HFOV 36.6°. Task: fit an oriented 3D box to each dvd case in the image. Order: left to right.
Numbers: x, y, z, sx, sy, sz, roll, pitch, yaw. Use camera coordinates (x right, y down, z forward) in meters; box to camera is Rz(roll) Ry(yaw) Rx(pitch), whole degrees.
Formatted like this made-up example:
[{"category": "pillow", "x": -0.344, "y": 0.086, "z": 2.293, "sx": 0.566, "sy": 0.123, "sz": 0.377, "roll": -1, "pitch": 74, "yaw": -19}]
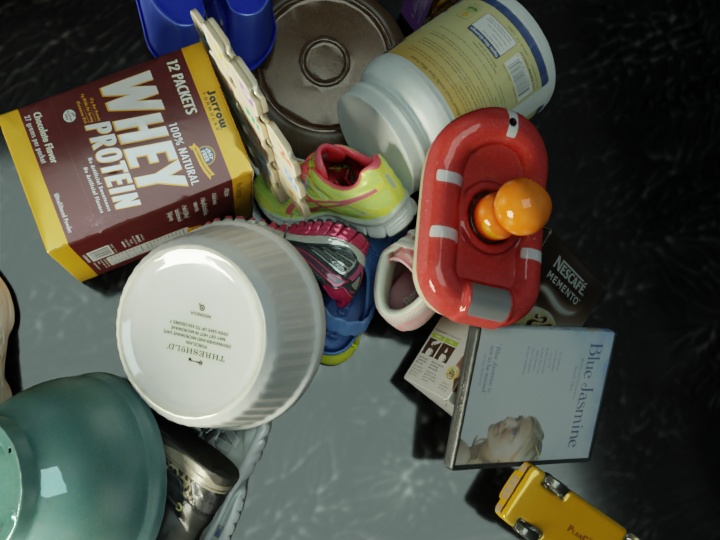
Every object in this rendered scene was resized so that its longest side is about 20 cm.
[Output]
[{"category": "dvd case", "x": 0.174, "y": 0.127, "z": 1.095, "sx": 0.198, "sy": 0.017, "sz": 0.145, "roll": 4, "pitch": 100, "yaw": -36}]

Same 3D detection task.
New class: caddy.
[{"category": "caddy", "x": -0.165, "y": -0.292, "z": 1.143, "sx": 0.139, "sy": 0.105, "sz": 0.203, "roll": -12, "pitch": 66, "yaw": -12}]

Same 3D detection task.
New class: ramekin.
[{"category": "ramekin", "x": -0.139, "y": 0.054, "z": 1.026, "sx": 0.199, "sy": 0.094, "sz": 0.206, "roll": 0, "pitch": 91, "yaw": 20}]

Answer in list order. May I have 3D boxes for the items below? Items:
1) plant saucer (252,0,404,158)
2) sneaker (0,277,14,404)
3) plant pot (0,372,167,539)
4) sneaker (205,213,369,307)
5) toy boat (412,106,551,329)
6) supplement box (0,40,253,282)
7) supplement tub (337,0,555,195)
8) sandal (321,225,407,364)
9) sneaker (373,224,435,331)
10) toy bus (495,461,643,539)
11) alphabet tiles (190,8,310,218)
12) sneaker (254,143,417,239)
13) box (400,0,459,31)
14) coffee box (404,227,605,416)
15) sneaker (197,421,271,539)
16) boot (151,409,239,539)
[{"category": "plant saucer", "x": -0.039, "y": -0.222, "z": 1.186, "sx": 0.197, "sy": 0.034, "sz": 0.204, "roll": 1, "pitch": 84, "yaw": -6}, {"category": "sneaker", "x": -0.386, "y": 0.074, "z": 1.081, "sx": 0.074, "sy": 0.100, "sz": 0.203, "roll": -10, "pitch": 83, "yaw": -5}, {"category": "plant pot", "x": -0.294, "y": 0.195, "z": 1.007, "sx": 0.198, "sy": 0.133, "sz": 0.204, "roll": -5, "pitch": 82, "yaw": 37}, {"category": "sneaker", "x": -0.090, "y": -0.008, "z": 1.090, "sx": 0.197, "sy": 0.081, "sz": 0.076, "roll": 0, "pitch": 66, "yaw": 27}, {"category": "toy boat", "x": 0.128, "y": -0.053, "z": 0.999, "sx": 0.129, "sy": 0.130, "sz": 0.204, "roll": 11, "pitch": 77, "yaw": -24}, {"category": "supplement box", "x": -0.219, "y": -0.099, "z": 1.069, "sx": 0.197, "sy": 0.197, "sz": 0.135, "roll": -22, "pitch": 84, "yaw": -9}, {"category": "supplement tub", "x": 0.088, "y": -0.180, "z": 1.123, "sx": 0.199, "sy": 0.144, "sz": 0.145, "roll": -36, "pitch": 87, "yaw": -19}, {"category": "sandal", "x": 0.000, "y": 0.000, "z": 1.136, "sx": 0.078, "sy": 0.087, "sz": 0.203, "roll": 18, "pitch": 80, "yaw": -1}, {"category": "sneaker", "x": 0.082, "y": -0.026, "z": 1.079, "sx": 0.075, "sy": 0.105, "sz": 0.201, "roll": 37, "pitch": 95, "yaw": 15}, {"category": "toy bus", "x": 0.227, "y": 0.270, "z": 1.110, "sx": 0.199, "sy": 0.078, "sz": 0.066, "roll": 35, "pitch": 88, "yaw": -10}, {"category": "alphabet tiles", "x": -0.106, "y": -0.144, "z": 1.023, "sx": 0.014, "sy": 0.201, "sz": 0.197, "roll": -30, "pitch": 67, "yaw": -10}, {"category": "sneaker", "x": -0.036, "y": -0.094, "z": 1.104, "sx": 0.198, "sy": 0.091, "sz": 0.079, "roll": 7, "pitch": 50, "yaw": 35}, {"category": "box", "x": 0.138, "y": -0.342, "z": 1.165, "sx": 0.199, "sy": 0.137, "sz": 0.039, "roll": -37, "pitch": 87, "yaw": -8}, {"category": "coffee box", "x": 0.150, "y": 0.063, "z": 1.123, "sx": 0.113, "sy": 0.079, "sz": 0.202, "roll": 38, "pitch": 80, "yaw": -34}, {"category": "sneaker", "x": -0.140, "y": 0.177, "z": 1.104, "sx": 0.081, "sy": 0.075, "sz": 0.203, "roll": 19, "pitch": 82, "yaw": -5}, {"category": "boot", "x": -0.220, "y": 0.217, "z": 1.075, "sx": 0.198, "sy": 0.073, "sz": 0.153, "roll": 27, "pitch": 97, "yaw": 28}]
